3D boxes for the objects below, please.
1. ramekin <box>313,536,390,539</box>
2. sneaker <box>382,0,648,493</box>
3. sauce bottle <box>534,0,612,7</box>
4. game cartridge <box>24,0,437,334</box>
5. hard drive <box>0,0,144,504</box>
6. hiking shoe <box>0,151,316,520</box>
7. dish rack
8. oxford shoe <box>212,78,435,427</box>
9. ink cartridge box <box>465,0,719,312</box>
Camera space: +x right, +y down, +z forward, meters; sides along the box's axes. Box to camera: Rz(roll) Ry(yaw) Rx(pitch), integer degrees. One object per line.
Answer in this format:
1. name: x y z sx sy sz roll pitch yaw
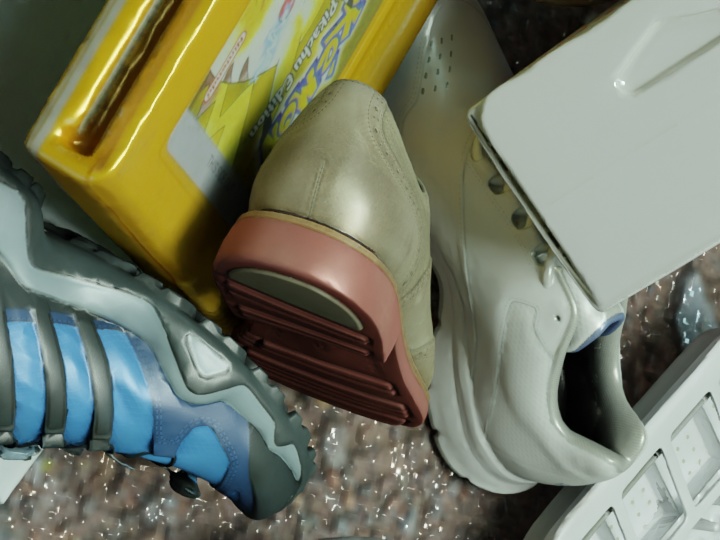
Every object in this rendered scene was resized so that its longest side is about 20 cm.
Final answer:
1. ramekin: -0.001 0.194 0.817 0.094 0.202 0.202 41 66 -47
2. sneaker: 0.058 -0.012 0.921 0.074 0.087 0.200 -29 108 -33
3. sauce bottle: 0.071 -0.175 0.887 0.066 0.066 0.200 44 31 -32
4. game cartridge: -0.022 -0.078 0.787 0.176 0.032 0.200 -60 164 -7
5. hard drive: -0.105 -0.043 0.823 0.132 0.027 0.200 49 63 -30
6. hiking shoe: -0.102 0.028 0.777 0.200 0.074 0.087 40 82 -28
7. dish rack: 0.137 0.131 1.010 0.172 0.044 0.200 -46 123 -30
8. oxford shoe: 0.000 0.000 0.821 0.070 0.200 0.075 19 75 5
9. ink cartridge box: 0.136 -0.075 0.884 0.086 0.148 0.200 56 22 -3
